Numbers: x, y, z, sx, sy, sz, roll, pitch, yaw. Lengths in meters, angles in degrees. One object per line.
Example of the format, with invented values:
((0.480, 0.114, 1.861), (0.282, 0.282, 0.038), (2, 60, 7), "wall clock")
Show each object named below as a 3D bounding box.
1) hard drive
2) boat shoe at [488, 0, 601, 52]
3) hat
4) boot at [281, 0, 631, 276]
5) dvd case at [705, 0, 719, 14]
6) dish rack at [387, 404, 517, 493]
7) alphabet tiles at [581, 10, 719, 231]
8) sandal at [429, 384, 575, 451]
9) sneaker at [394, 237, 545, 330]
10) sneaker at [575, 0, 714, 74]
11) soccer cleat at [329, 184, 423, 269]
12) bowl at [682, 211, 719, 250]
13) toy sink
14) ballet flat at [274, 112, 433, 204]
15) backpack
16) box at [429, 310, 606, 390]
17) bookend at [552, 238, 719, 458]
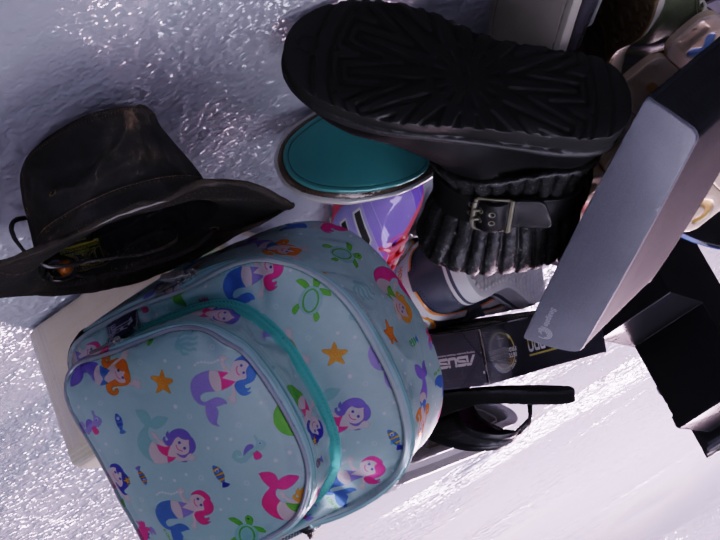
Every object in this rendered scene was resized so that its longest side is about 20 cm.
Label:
((0.176, -0.043, 1.069), (0.135, 0.042, 0.201), (-38, 158, -44), "hard drive")
((0.129, -0.169, 1.020), (0.062, 0.073, 0.201), (-14, 151, -22), "boat shoe")
((-0.136, -0.045, 0.981), (0.199, 0.082, 0.201), (-15, 171, -2), "hat")
((0.046, -0.070, 1.037), (0.209, 0.080, 0.158), (14, 150, -5), "boot")
((0.208, -0.139, 1.260), (0.142, 0.018, 0.200), (-23, 159, -9), "dvd case")
((0.017, 0.129, 1.445), (0.199, 0.171, 0.044), (-13, 116, -52), "dish rack")
((0.221, -0.090, 1.137), (0.200, 0.015, 0.195), (-39, 144, 16), "alphabet tiles")
((0.070, 0.115, 1.326), (0.199, 0.049, 0.075), (-8, 178, 22), "sandal")
((0.080, 0.001, 1.356), (0.079, 0.079, 0.200), (-20, 171, 23), "sneaker")
((0.190, -0.160, 1.104), (0.089, 0.067, 0.201), (-16, 151, -20), "sneaker")
((0.000, 0.000, 1.254), (0.066, 0.077, 0.200), (-11, 154, -35), "soccer cleat")
((0.286, -0.085, 1.250), (0.198, 0.040, 0.202), (5, 142, 4), "bowl")
((-0.102, 0.041, 1.181), (0.199, 0.113, 0.130), (-32, 159, 27), "toy sink")
((0.037, -0.089, 1.120), (0.199, 0.070, 0.070), (-24, 159, -12), "ballet flat")
((-0.059, 0.072, 1.010), (0.199, 0.179, 0.151), (-25, -173, 21), "backpack")
((0.070, 0.066, 1.390), (0.199, 0.050, 0.160), (-11, 177, 41), "box")
((0.262, 0.052, 1.520), (0.092, 0.201, 0.198), (-35, 159, 21), "bookend")
